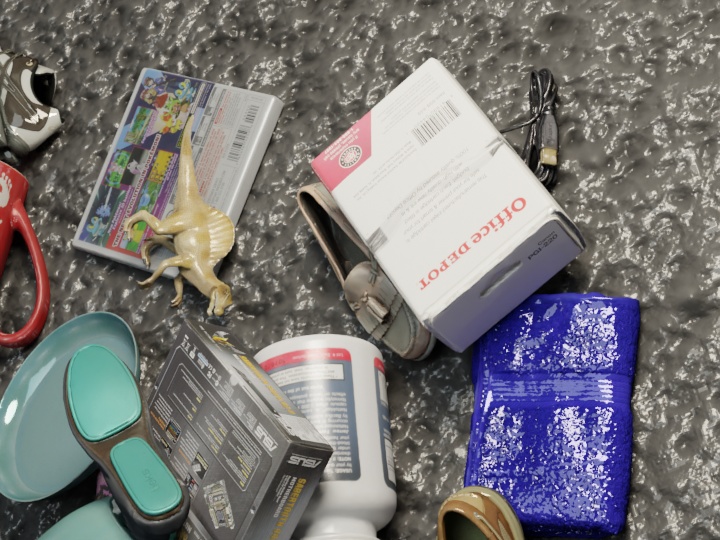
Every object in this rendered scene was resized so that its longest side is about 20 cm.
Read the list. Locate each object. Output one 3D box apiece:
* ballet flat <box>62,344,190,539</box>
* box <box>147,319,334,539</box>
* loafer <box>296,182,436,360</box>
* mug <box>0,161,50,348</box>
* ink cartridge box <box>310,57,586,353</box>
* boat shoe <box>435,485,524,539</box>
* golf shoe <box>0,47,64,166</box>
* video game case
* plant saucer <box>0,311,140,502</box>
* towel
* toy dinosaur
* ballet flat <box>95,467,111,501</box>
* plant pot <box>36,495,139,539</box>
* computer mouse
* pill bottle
[{"bbox_3d":[-0.197,0.151,1.366,0.073,0.073,0.200,-42,52,10],"label":"ballet flat"},{"bbox_3d":[-0.118,0.158,1.356,0.200,0.048,0.159,42,112,48],"label":"box"},{"bbox_3d":[0.000,0.000,1.453,0.072,0.062,0.201,-57,46,35],"label":"loafer"},{"bbox_3d":[-0.406,-0.008,1.694,0.133,0.176,0.202,-23,48,64],"label":"mug"},{"bbox_3d":[0.073,-0.055,1.377,0.145,0.085,0.201,-40,55,7],"label":"ink cartridge box"},{"bbox_3d":[0.110,0.265,1.264,0.075,0.074,0.201,-33,76,20],"label":"boat shoe"},{"bbox_3d":[-0.375,-0.205,1.771,0.094,0.078,0.201,-25,61,0],"label":"golf shoe"},{"bbox_3d":[-0.184,-0.095,1.635,0.181,0.023,0.202,16,81,34],"label":"video game case"},{"bbox_3d":[-0.280,0.134,1.574,0.199,0.027,0.202,-25,45,28],"label":"plant saucer"},{"bbox_3d":[0.151,0.115,1.337,0.146,0.049,0.202,-5,69,30],"label":"towel"},{"bbox_3d":[-0.170,-0.038,1.570,0.100,0.058,0.202,-16,71,8],"label":"toy dinosaur"},{"bbox_3d":[-0.164,0.175,1.487,0.199,0.069,0.072,-17,81,28],"label":"ballet flat"},{"bbox_3d":[-0.209,0.290,1.384,0.200,0.200,0.162,41,97,35],"label":"plant pot"},{"bbox_3d":[0.087,-0.107,1.468,0.198,0.044,0.111,-12,67,22],"label":"computer mouse"},{"bbox_3d":[-0.031,0.167,1.381,0.119,0.119,0.202,-17,63,24],"label":"pill bottle"}]
